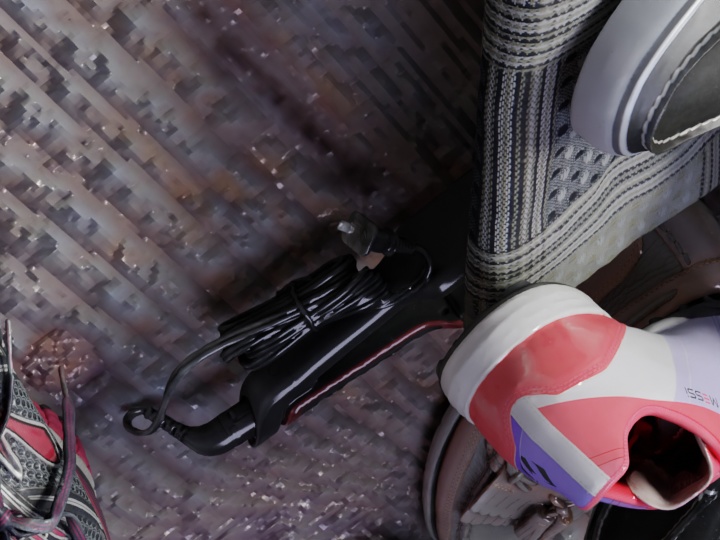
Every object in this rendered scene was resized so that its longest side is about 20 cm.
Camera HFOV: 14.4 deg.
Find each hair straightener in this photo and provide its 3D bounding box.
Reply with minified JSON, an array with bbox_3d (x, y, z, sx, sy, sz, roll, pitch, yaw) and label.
[{"bbox_3d":[0.000,0.000,0.976,0.199,0.041,0.077,-30,142,5],"label":"hair straightener"}]

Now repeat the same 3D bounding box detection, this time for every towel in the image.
[{"bbox_3d":[0.111,-0.082,0.905,0.200,0.034,0.193,-35,147,-30],"label":"towel"}]

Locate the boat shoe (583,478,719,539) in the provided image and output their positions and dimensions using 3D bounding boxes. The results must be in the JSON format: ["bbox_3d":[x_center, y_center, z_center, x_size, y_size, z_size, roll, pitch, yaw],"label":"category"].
[{"bbox_3d":[0.137,0.049,1.094,0.063,0.071,0.201,15,115,-44],"label":"boat shoe"}]

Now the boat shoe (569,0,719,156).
[{"bbox_3d":[0.148,-0.092,0.861,0.200,0.057,0.069,-37,151,-22],"label":"boat shoe"}]

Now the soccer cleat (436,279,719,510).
[{"bbox_3d":[0.103,0.051,0.949,0.068,0.073,0.200,-49,151,20],"label":"soccer cleat"}]

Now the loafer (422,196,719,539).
[{"bbox_3d":[0.080,0.052,1.058,0.072,0.063,0.201,-3,134,-32],"label":"loafer"}]

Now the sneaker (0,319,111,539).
[{"bbox_3d":[-0.129,0.059,0.917,0.080,0.075,0.200,-34,141,4],"label":"sneaker"}]
